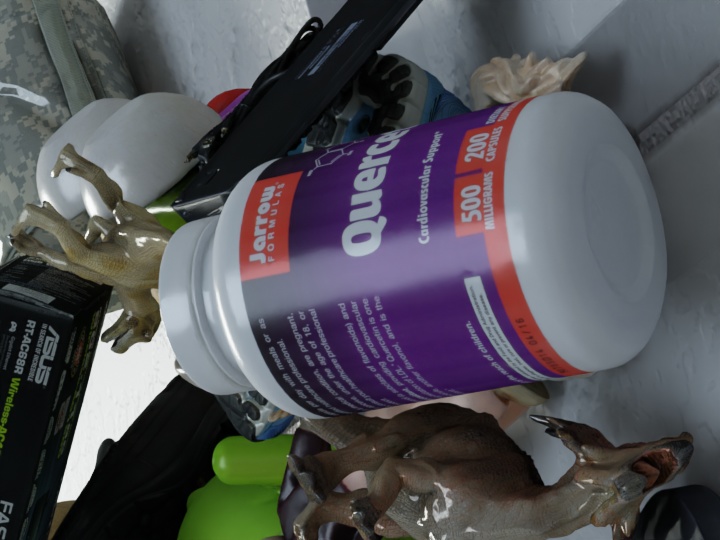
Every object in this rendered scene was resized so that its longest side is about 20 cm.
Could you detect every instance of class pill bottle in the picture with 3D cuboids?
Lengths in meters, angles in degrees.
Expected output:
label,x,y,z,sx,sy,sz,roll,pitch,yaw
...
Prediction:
label,x,y,z,sx,sy,sz,roll,pitch,yaw
pill bottle,0.018,-0.001,1.048,0.199,0.112,0.113,-12,86,30

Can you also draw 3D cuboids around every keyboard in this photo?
label,x,y,z,sx,sy,sz,roll,pitch,yaw
keyboard,-0.019,-0.094,1.186,0.021,0.200,0.127,48,155,-17

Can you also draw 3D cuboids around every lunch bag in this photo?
label,x,y,z,sx,sy,sz,roll,pitch,yaw
lunch bag,-0.201,-0.080,1.624,0.168,0.139,0.201,119,135,-55

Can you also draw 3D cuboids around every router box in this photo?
label,x,y,z,sx,sy,sz,roll,pitch,yaw
router box,-0.193,0.099,1.356,0.150,0.062,0.201,-74,0,-83

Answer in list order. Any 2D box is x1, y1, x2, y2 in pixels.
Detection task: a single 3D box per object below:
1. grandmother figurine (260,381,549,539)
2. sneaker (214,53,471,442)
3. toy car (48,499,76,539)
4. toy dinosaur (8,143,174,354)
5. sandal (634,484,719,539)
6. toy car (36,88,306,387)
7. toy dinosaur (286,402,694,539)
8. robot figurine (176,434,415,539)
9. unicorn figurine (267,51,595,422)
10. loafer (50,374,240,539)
label,x,y,z,sx,sy,sz,roll,pitch,yaw
grandmother figurine,0.003,0.108,1.223,0.200,0.060,0.121,-45,39,17
sneaker,0.000,0.000,1.216,0.201,0.090,0.078,-59,39,13
toy car,-0.159,0.198,1.509,0.164,0.199,0.159,-159,63,-63
toy dinosaur,-0.110,-0.013,1.204,0.058,0.101,0.200,-60,6,-17
sandal,0.115,0.170,1.128,0.076,0.043,0.201,-121,33,-41
toy car,-0.062,-0.033,1.338,0.175,0.150,0.200,52,165,-15
toy dinosaur,0.048,0.089,1.093,0.200,0.135,0.086,33,147,46
robot figurine,-0.025,0.166,1.345,0.200,0.115,0.176,28,124,60
unicorn figurine,0.056,-0.002,1.144,0.137,0.074,0.201,19,89,52
loafer,-0.124,0.126,1.434,0.070,0.201,0.068,9,133,36
